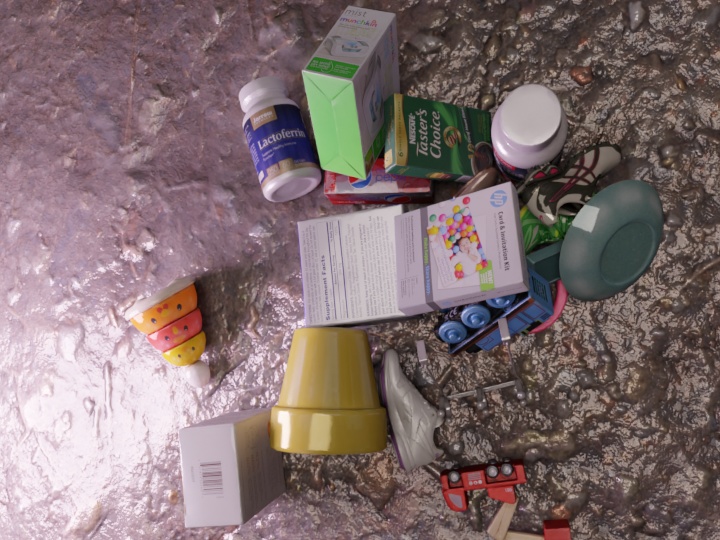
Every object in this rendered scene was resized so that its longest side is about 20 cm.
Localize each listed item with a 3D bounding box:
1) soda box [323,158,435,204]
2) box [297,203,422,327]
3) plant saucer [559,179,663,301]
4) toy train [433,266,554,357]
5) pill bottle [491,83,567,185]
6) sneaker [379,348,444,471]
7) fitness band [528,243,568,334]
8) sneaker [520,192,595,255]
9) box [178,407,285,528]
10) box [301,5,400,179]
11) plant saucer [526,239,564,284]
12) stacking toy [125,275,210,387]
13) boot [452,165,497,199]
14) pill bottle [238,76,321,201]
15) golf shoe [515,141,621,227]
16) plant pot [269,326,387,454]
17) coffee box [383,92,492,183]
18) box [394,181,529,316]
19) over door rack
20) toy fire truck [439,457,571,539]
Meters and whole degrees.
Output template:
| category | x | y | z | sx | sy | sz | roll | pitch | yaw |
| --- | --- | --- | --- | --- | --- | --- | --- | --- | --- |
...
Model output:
| category | x | y | z | sx | sy | sz | roll | pitch | yaw |
| --- | --- | --- | --- | --- | --- | --- | --- | --- | --- |
| soda box | 0.035 | -0.159 | 1.093 | 0.193 | 0.070 | 0.066 | 1 | 80 | 14 |
| box | 0.000 | 0.000 | 1.072 | 0.193 | 0.105 | 0.191 | -7 | 83 | 13 |
| plant saucer | 0.397 | -0.034 | 0.936 | 0.202 | 0.200 | 0.039 | -48 | 33 | 5 |
| toy train | 0.205 | 0.067 | 0.966 | 0.113 | 0.088 | 0.200 | 31 | 129 | -19 |
| pill bottle | 0.266 | -0.213 | 0.970 | 0.115 | 0.200 | 0.124 | -2 | 84 | 15 |
| sneaker | 0.088 | 0.233 | 1.057 | 0.096 | 0.075 | 0.207 | -14 | 85 | -2 |
| fitness band | 0.278 | 0.003 | 1.034 | 0.139 | 0.037 | 0.208 | -5 | 83 | 15 |
| sneaker | 0.309 | -0.079 | 0.976 | 0.198 | 0.075 | 0.083 | -38 | 54 | -17 |
| box | -0.215 | 0.331 | 1.052 | 0.103 | 0.200 | 0.158 | -8 | 83 | 12 |
| box | -0.008 | -0.294 | 1.020 | 0.094 | 0.203 | 0.179 | 17 | 57 | 19 |
| plant saucer | 0.352 | -0.028 | 0.974 | 0.194 | 0.071 | 0.019 | -22 | 38 | -6 |
| stacking toy | -0.338 | 0.127 | 1.158 | 0.143 | 0.146 | 0.204 | -27 | 97 | 10 |
| boot | 0.196 | -0.049 | 1.018 | 0.202 | 0.069 | 0.148 | -55 | 53 | 36 |
| pill bottle | -0.152 | -0.242 | 1.128 | 0.113 | 0.115 | 0.206 | -22 | 80 | 12 |
| golf shoe | 0.332 | -0.131 | 0.942 | 0.195 | 0.078 | 0.090 | -23 | 70 | -17 |
| plant pot | -0.052 | 0.198 | 1.026 | 0.194 | 0.201 | 0.196 | -2 | 79 | 14 |
| coffee box | 0.133 | -0.217 | 1.028 | 0.194 | 0.044 | 0.128 | 5 | 80 | -24 |
| box | 0.146 | -0.029 | 0.919 | 0.194 | 0.041 | 0.161 | -13 | 64 | 26 |
| over door rack | 0.181 | 0.175 | 0.970 | 0.143 | 0.202 | 0.068 | -15 | 44 | 11 |
| toy fire truck | 0.236 | 0.389 | 1.006 | 0.193 | 0.049 | 0.146 | -13 | 83 | 14 |
